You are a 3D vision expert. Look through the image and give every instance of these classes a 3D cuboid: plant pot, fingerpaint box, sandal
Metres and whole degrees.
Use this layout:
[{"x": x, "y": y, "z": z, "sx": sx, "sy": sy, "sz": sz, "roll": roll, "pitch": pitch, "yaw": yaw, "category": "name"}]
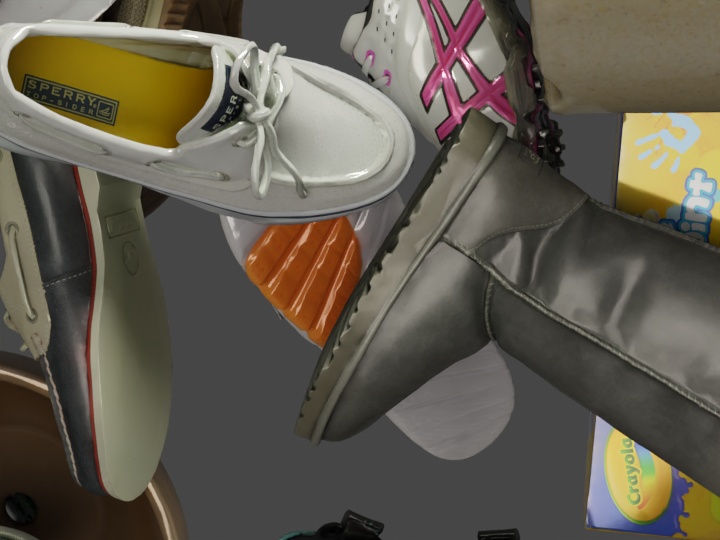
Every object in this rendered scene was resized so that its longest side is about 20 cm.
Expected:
[{"x": -0.173, "y": 0.128, "z": 1.075, "sx": 0.200, "sy": 0.093, "sz": 0.202, "roll": 2, "pitch": 102, "yaw": 7, "category": "plant pot"}, {"x": 0.190, "y": 0.019, "z": 1.012, "sx": 0.166, "sy": 0.073, "sz": 0.201, "roll": 4, "pitch": 103, "yaw": 6, "category": "fingerpaint box"}, {"x": 0.156, "y": -0.140, "z": 0.911, "sx": 0.182, "sy": 0.201, "sz": 0.202, "roll": -8, "pitch": 102, "yaw": 7, "category": "plant pot"}, {"x": -0.006, "y": 0.006, "z": 1.042, "sx": 0.079, "sy": 0.059, "sz": 0.207, "roll": -41, "pitch": 117, "yaw": -11, "category": "sandal"}]

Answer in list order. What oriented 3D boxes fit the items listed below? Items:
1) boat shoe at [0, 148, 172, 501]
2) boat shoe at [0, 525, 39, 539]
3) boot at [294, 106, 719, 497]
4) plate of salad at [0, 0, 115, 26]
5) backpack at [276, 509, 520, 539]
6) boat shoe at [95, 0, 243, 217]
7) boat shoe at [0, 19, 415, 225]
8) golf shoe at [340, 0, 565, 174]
[{"x": -0.127, "y": 0.001, "z": 0.985, "sx": 0.062, "sy": 0.071, "sz": 0.201, "roll": -6, "pitch": 93, "yaw": 19, "category": "boat shoe"}, {"x": -0.230, "y": 0.163, "z": 1.011, "sx": 0.199, "sy": 0.062, "sz": 0.073, "roll": -10, "pitch": 101, "yaw": 10, "category": "boat shoe"}, {"x": 0.092, "y": 0.046, "z": 0.966, "sx": 0.199, "sy": 0.073, "sz": 0.182, "roll": 31, "pitch": 114, "yaw": -5, "category": "boot"}, {"x": -0.174, "y": -0.178, "z": 0.988, "sx": 0.199, "sy": 0.048, "sz": 0.201, "roll": -5, "pitch": 72, "yaw": 16, "category": "plate of salad"}, {"x": 0.023, "y": 0.226, "z": 1.017, "sx": 0.175, "sy": 0.200, "sz": 0.154, "roll": 7, "pitch": 120, "yaw": 4, "category": "backpack"}, {"x": -0.099, "y": -0.119, "z": 1.029, "sx": 0.072, "sy": 0.072, "sz": 0.201, "roll": 32, "pitch": 119, "yaw": 30, "category": "boat shoe"}, {"x": -0.059, "y": -0.068, "z": 0.926, "sx": 0.201, "sy": 0.086, "sz": 0.075, "roll": 14, "pitch": 81, "yaw": -22, "category": "boat shoe"}, {"x": 0.041, "y": -0.092, "z": 1.010, "sx": 0.092, "sy": 0.073, "sz": 0.201, "roll": -9, "pitch": 93, "yaw": 13, "category": "golf shoe"}]
